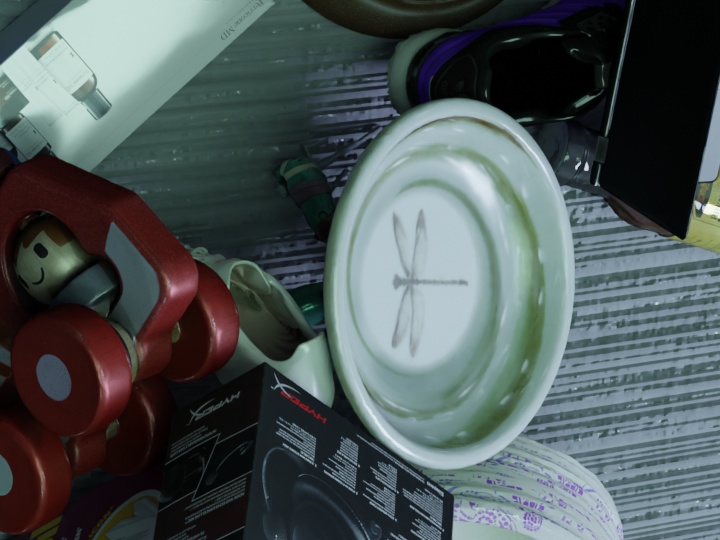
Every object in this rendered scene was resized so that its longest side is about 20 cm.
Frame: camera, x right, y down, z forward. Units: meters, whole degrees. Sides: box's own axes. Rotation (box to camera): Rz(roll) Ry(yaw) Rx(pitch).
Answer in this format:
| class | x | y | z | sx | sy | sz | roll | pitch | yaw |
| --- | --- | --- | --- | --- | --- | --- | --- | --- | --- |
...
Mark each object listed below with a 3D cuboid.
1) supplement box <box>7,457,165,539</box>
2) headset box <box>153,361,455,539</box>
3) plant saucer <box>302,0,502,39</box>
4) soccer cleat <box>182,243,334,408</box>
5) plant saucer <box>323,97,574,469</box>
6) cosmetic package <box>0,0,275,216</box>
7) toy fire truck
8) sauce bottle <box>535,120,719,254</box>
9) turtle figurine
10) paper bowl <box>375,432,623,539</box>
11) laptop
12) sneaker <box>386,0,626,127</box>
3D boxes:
| class | x | y | z | sx | sy | sz | roll | pitch | yaw |
| --- | --- | --- | --- | --- | --- | --- | --- | --- | --- |
| supplement box | -0.116 | 0.187 | 1.345 | 0.200 | 0.131 | 0.103 | -32 | 122 | 32 |
| headset box | -0.031 | 0.172 | 1.218 | 0.077 | 0.201 | 0.149 | -29 | 129 | 35 |
| plant saucer | 0.036 | -0.228 | 1.382 | 0.199 | 0.034 | 0.201 | -6 | 108 | -20 |
| soccer cleat | -0.085 | 0.014 | 1.325 | 0.069 | 0.200 | 0.078 | -27 | 142 | -38 |
| plant saucer | 0.038 | 0.006 | 1.323 | 0.200 | 0.050 | 0.201 | -4 | 95 | -46 |
| cosmetic package | -0.149 | -0.113 | 1.334 | 0.200 | 0.051 | 0.083 | -43 | 117 | -4 |
| toy fire truck | -0.170 | 0.027 | 1.277 | 0.112 | 0.168 | 0.200 | -26 | 157 | -48 |
| sauce bottle | 0.199 | -0.048 | 1.483 | 0.199 | 0.066 | 0.066 | 13 | 101 | -26 |
| turtle figurine | 0.000 | 0.000 | 1.406 | 0.200 | 0.101 | 0.150 | -41 | 116 | 1 |
| paper bowl | 0.057 | 0.167 | 1.444 | 0.200 | 0.105 | 0.201 | 3 | 135 | 3 |
| laptop | 0.203 | -0.124 | 1.327 | 0.200 | 0.116 | 0.188 | -4 | 109 | -50 |
| sneaker | 0.122 | -0.119 | 1.397 | 0.199 | 0.099 | 0.070 | -20 | 108 | -30 |
